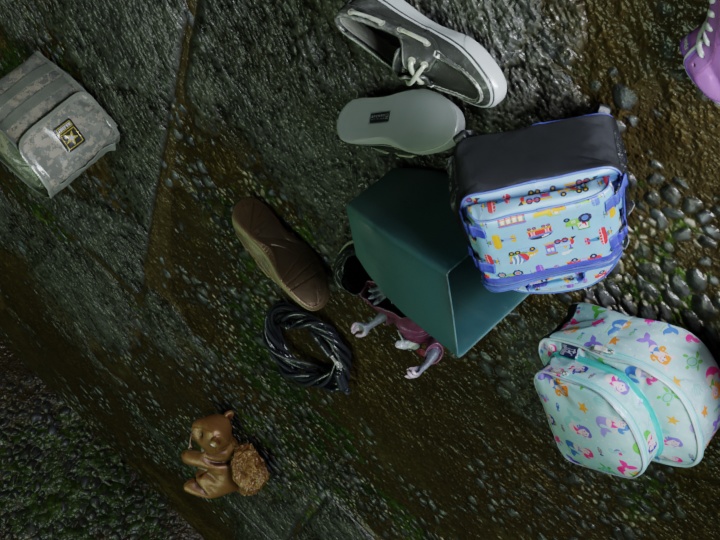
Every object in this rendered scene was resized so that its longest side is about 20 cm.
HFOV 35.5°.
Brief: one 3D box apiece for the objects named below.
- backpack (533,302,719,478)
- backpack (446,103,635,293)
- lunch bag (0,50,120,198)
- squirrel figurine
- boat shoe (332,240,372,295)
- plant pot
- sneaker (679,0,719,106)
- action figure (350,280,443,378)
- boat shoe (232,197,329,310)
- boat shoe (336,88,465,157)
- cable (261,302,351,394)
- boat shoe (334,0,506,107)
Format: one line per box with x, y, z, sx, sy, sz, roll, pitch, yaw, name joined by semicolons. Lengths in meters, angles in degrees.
0.304;0.139;1.267;0.198;0.151;0.179;7;132;42;backpack
0.188;-0.047;1.146;0.180;0.136;0.201;-9;140;8;backpack
-0.511;-0.231;1.830;0.199;0.164;0.118;38;152;12;lunch bag
-0.275;0.381;2.350;0.198;0.142;0.188;20;134;14;squirrel figurine
0.002;0.002;1.557;0.075;0.066;0.199;52;150;-12;boat shoe
0.086;-0.029;1.347;0.199;0.141;0.143;32;149;37;plant pot
0.296;-0.210;0.913;0.114;0.073;0.202;10;135;51;sneaker
0.070;0.055;1.526;0.134;0.149;0.200;38;170;23;action figure
-0.120;-0.020;1.692;0.201;0.071;0.065;52;158;6;boat shoe
0.057;-0.166;1.288;0.063;0.072;0.199;16;179;-40;boat shoe
-0.098;0.126;1.856;0.198;0.051;0.165;23;143;36;cable
0.061;-0.225;1.187;0.199;0.064;0.071;36;150;17;boat shoe
